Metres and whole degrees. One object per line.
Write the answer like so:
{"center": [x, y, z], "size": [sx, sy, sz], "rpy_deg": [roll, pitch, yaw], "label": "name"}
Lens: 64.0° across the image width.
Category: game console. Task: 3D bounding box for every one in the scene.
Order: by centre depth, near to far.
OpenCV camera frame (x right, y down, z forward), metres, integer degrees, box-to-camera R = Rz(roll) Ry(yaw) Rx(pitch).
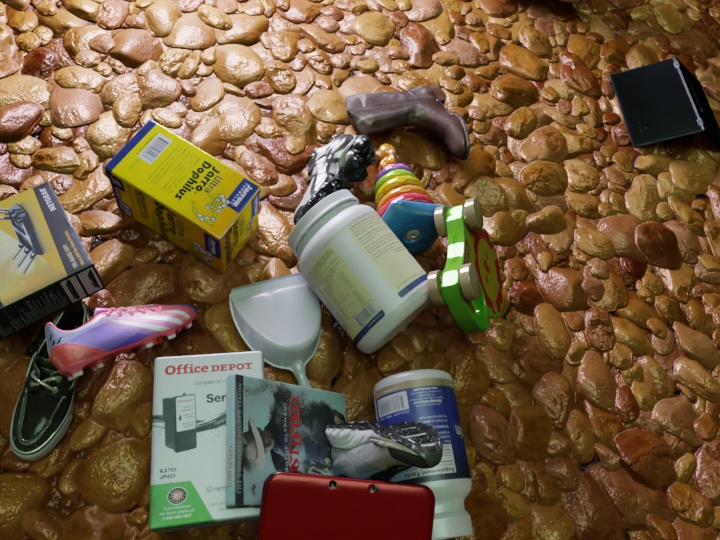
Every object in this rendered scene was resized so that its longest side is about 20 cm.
{"center": [-0.025, 0.328, 0.672], "size": [0.194, 0.174, 0.121], "rpy_deg": [8, 54, -7], "label": "game console"}

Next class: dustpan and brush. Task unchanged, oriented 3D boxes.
{"center": [-0.098, 0.110, 0.826], "size": [0.137, 0.058, 0.203], "rpy_deg": [-13, 60, -31], "label": "dustpan and brush"}

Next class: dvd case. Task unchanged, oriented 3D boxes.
{"center": [-0.085, 0.218, 0.723], "size": [0.198, 0.022, 0.150], "rpy_deg": [23, 53, -44], "label": "dvd case"}

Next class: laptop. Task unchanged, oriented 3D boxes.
{"center": [0.646, -0.331, 1.209], "size": [0.197, 0.115, 0.192], "rpy_deg": [16, 58, -37], "label": "laptop"}

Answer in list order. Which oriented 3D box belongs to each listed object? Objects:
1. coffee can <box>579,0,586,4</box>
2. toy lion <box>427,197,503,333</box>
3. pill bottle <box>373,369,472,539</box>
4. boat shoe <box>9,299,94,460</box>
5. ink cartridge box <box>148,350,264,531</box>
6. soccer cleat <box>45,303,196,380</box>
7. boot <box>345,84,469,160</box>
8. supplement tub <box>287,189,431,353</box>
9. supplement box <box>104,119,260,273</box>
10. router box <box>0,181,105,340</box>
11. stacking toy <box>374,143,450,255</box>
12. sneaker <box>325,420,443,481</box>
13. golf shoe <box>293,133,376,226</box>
{"center": [0.406, -0.670, 1.245], "size": [0.194, 0.147, 0.150], "rpy_deg": [6, 63, -9], "label": "coffee can"}
{"center": [0.170, 0.008, 0.857], "size": [0.067, 0.193, 0.203], "rpy_deg": [-13, 44, 27], "label": "toy lion"}
{"center": [0.083, 0.244, 0.757], "size": [0.112, 0.116, 0.205], "rpy_deg": [-2, 66, -12], "label": "pill bottle"}
{"center": [-0.398, 0.135, 0.740], "size": [0.069, 0.064, 0.205], "rpy_deg": [12, 63, -5], "label": "boat shoe"}
{"center": [-0.189, 0.213, 0.734], "size": [0.142, 0.083, 0.205], "rpy_deg": [-2, 65, -13], "label": "ink cartridge box"}
{"center": [-0.306, 0.072, 0.757], "size": [0.198, 0.066, 0.078], "rpy_deg": [-25, 93, -43], "label": "soccer cleat"}
{"center": [0.077, -0.254, 1.024], "size": [0.195, 0.065, 0.189], "rpy_deg": [-11, 54, -20], "label": "boot"}
{"center": [0.000, 0.000, 0.836], "size": [0.144, 0.146, 0.201], "rpy_deg": [-35, 78, -24], "label": "supplement tub"}
{"center": [-0.259, -0.109, 0.860], "size": [0.197, 0.109, 0.111], "rpy_deg": [30, 62, 4], "label": "supplement box"}
{"center": [-0.458, -0.017, 0.777], "size": [0.155, 0.053, 0.200], "rpy_deg": [-30, 56, -22], "label": "router box"}
{"center": [0.060, -0.134, 0.953], "size": [0.113, 0.111, 0.204], "rpy_deg": [3, 52, -25], "label": "stacking toy"}
{"center": [0.029, 0.223, 0.689], "size": [0.072, 0.199, 0.082], "rpy_deg": [3, 77, -34], "label": "sneaker"}
{"center": [-0.059, -0.146, 0.951], "size": [0.093, 0.078, 0.201], "rpy_deg": [24, 63, 29], "label": "golf shoe"}
